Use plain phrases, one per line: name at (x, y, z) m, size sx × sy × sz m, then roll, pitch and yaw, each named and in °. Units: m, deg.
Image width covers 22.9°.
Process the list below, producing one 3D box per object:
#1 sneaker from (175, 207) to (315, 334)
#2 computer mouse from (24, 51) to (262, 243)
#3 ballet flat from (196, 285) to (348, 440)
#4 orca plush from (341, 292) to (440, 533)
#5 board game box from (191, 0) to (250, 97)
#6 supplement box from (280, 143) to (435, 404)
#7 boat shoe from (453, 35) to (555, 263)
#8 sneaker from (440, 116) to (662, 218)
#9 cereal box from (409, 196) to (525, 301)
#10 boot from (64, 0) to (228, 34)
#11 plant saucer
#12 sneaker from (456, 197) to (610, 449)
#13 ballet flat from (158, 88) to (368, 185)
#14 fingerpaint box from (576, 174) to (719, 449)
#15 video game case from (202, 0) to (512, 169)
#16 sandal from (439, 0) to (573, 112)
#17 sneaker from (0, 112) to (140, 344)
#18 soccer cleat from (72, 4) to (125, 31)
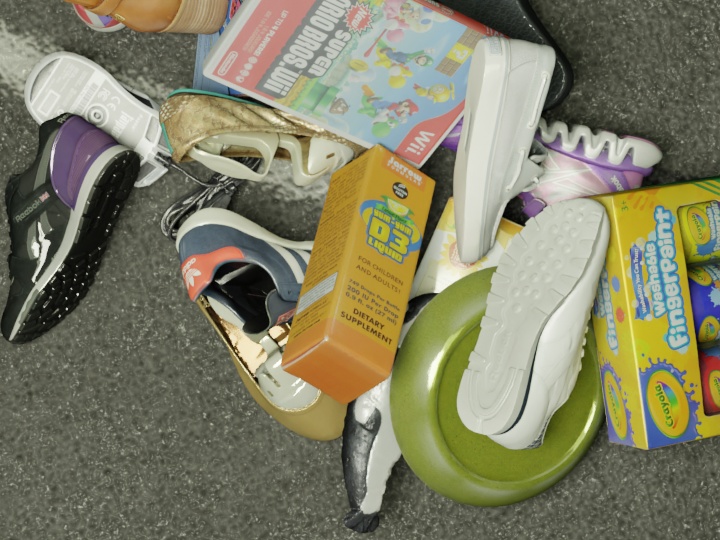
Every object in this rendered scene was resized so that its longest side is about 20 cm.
sneaker at (-0.055, 0.019, 1.426) m, size 0.199 × 0.085 × 0.075 m, roll 14°, pitch 135°, yaw -22°
computer mouse at (-0.188, -0.113, 1.489) m, size 0.200 × 0.044 × 0.110 m, roll 36°, pitch 96°, yaw -3°
ballet flat at (-0.083, 0.063, 1.468) m, size 0.069 × 0.063 × 0.200 m, roll -40°, pitch 88°, yaw 2°
orca plush at (0.019, 0.110, 1.438) m, size 0.105 × 0.071 × 0.201 m, roll 5°, pitch 97°, yaw -38°
board game box at (-0.096, -0.242, 1.461) m, size 0.019 × 0.103 × 0.201 m, roll 6°, pitch 90°, yaw -35°
supplement box at (0.000, 0.000, 1.387) m, size 0.066 × 0.069 × 0.200 m, roll 30°, pitch 49°, yaw -22°
boat shoe at (0.112, -0.091, 1.386) m, size 0.068 × 0.072 × 0.201 m, roll 2°, pitch 121°, yaw -6°
sneaker at (0.142, -0.083, 1.455) m, size 0.199 × 0.080 × 0.089 m, roll 13°, pitch 97°, yaw 2°
cereal box at (0.099, 0.057, 1.470) m, size 0.144 × 0.040 × 0.200 m, roll 25°, pitch 91°, yaw 4°
boot at (-0.175, -0.293, 1.428) m, size 0.154 × 0.074 × 0.201 m, roll 6°, pitch 78°, yaw -41°
plant saucer at (0.120, 0.096, 1.416) m, size 0.199 × 0.031 × 0.201 m, roll -4°, pitch 101°, yaw -21°
sneaker at (0.144, 0.041, 1.369) m, size 0.076 × 0.080 × 0.200 m, roll 25°, pitch 90°, yaw 47°
ballet flat at (-0.067, -0.101, 1.446) m, size 0.199 × 0.071 × 0.065 m, roll 4°, pitch 69°, yaw -15°
fingerpaint box at (0.271, 0.028, 1.411) m, size 0.166 × 0.073 × 0.201 m, roll -9°, pitch 93°, yaw -18°
video game case at (-0.002, -0.164, 1.368) m, size 0.200 × 0.017 × 0.143 m, roll 22°, pitch 130°, yaw -23°
sandal at (0.111, -0.221, 1.472) m, size 0.076 × 0.043 × 0.201 m, roll -27°, pitch 84°, yaw 27°
sneaker at (-0.259, -0.037, 1.471) m, size 0.087 × 0.076 × 0.200 m, roll 36°, pitch 109°, yaw 18°
soccer cleat at (-0.215, -0.302, 1.476) m, size 0.068 × 0.073 × 0.201 m, roll 0°, pitch 89°, yaw 4°
